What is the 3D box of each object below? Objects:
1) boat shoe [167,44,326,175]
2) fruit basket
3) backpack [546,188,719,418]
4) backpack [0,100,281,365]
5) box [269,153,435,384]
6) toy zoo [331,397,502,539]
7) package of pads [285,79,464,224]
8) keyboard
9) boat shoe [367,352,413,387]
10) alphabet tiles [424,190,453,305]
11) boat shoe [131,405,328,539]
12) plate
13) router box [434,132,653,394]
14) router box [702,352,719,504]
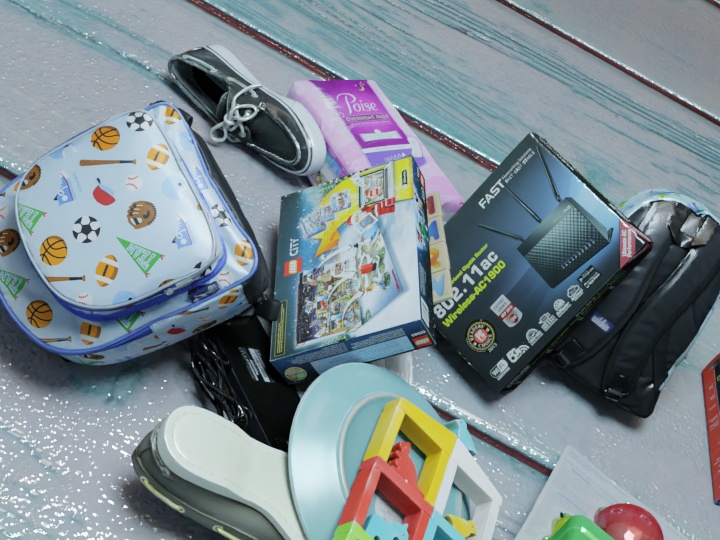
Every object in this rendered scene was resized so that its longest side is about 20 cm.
[{"bbox_3d":[-0.120,-0.164,1.099,0.199,0.074,0.068,47,40,18],"label":"boat shoe"},{"bbox_3d":[0.216,0.254,0.896,0.185,0.094,0.200,38,26,8],"label":"fruit basket"},{"bbox_3d":[0.274,0.014,1.062,0.163,0.200,0.154,31,23,3],"label":"backpack"},{"bbox_3d":[-0.187,-0.019,0.829,0.190,0.154,0.201,-30,73,2],"label":"backpack"},{"bbox_3d":[-0.007,-0.005,0.947,0.038,0.136,0.201,56,24,-42],"label":"box"},{"bbox_3d":[0.047,0.189,0.815,0.131,0.020,0.200,45,41,-19],"label":"toy zoo"},{"bbox_3d":[0.008,-0.113,1.124,0.120,0.076,0.200,-8,54,-39],"label":"package of pads"},{"bbox_3d":[-0.105,0.089,0.904,0.104,0.040,0.200,15,37,-52],"label":"keyboard"},{"bbox_3d":[0.018,0.056,0.976,0.068,0.072,0.200,32,31,-29],"label":"boat shoe"},{"bbox_3d":[0.000,0.000,0.972,0.201,0.166,0.006,-94,158,-44],"label":"alphabet tiles"},{"bbox_3d":[-0.077,0.172,0.799,0.201,0.060,0.072,36,40,-23],"label":"boat shoe"},{"bbox_3d":[0.026,0.165,0.843,0.200,0.026,0.201,26,50,-37],"label":"plate"},{"bbox_3d":[0.151,-0.006,1.009,0.150,0.200,0.062,46,14,18],"label":"router box"},{"bbox_3d":[0.455,0.190,1.104,0.199,0.049,0.180,24,42,-7],"label":"router box"}]
